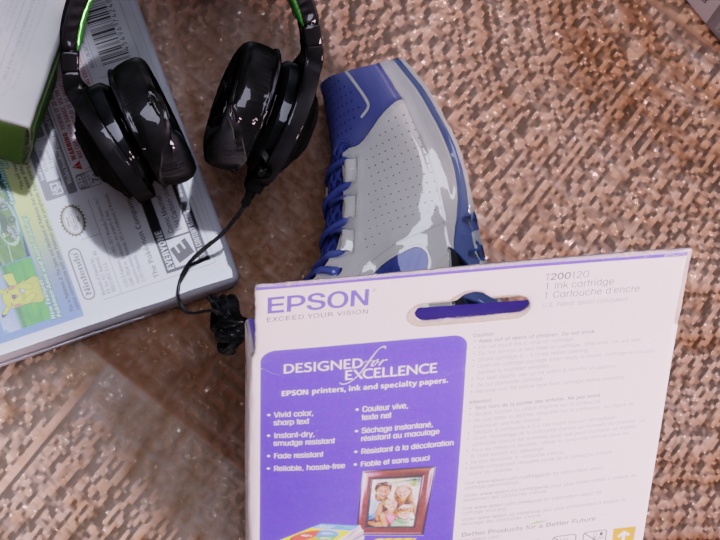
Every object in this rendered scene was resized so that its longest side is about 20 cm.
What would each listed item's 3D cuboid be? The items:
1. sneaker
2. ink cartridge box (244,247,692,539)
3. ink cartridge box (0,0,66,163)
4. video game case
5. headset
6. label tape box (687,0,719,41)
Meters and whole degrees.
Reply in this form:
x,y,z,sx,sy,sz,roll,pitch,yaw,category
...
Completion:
x,y,z,sx,sy,sz,roll,pitch,yaw,category
0.000,0.001,1.190,0.115,0.081,0.200,-16,80,-14,sneaker
0.044,0.061,1.126,0.197,0.201,0.043,-4,42,-9,ink cartridge box
-0.236,-0.137,1.178,0.199,0.059,0.104,19,73,-5,ink cartridge box
-0.178,-0.057,1.210,0.182,0.022,0.201,-19,79,-13,video game case
-0.075,-0.065,1.150,0.123,0.094,0.201,-7,107,-6,headset
0.244,-0.172,1.280,0.144,0.063,0.200,-37,83,-15,label tape box
